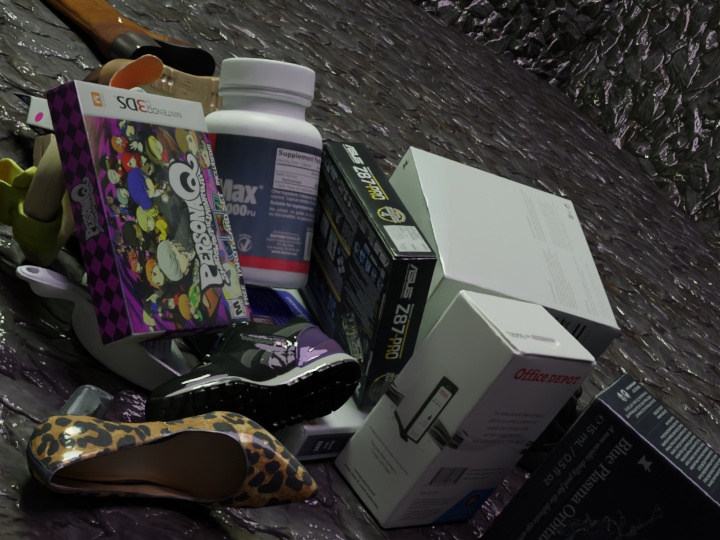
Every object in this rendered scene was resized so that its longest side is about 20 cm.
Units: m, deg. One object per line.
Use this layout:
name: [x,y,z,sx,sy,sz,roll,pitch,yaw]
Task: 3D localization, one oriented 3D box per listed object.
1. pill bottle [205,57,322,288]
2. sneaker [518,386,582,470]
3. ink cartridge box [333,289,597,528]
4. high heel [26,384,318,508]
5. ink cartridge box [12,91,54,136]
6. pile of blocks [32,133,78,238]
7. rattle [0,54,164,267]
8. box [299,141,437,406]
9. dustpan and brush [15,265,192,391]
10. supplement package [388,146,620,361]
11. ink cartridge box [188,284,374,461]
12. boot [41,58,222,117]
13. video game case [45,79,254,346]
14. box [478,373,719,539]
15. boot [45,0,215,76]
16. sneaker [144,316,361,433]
pill bottle: [-0.097,-0.090,1.238,0.117,0.204,0.120,6,0,0]
sneaker: [0.156,0.135,1.388,0.198,0.115,0.076,24,20,-28]
ink cartridge box: [0.093,0.123,1.160,0.145,0.201,0.084,10,31,-53]
high heel: [-0.127,0.143,0.909,0.197,0.072,0.143,19,13,-1]
ink cartridge box: [-0.253,-0.122,1.280,0.198,0.037,0.095,19,-16,38]
pile of blocks: [-0.231,-0.061,1.211,0.062,0.082,0.201,27,20,-54]
rattle: [-0.272,-0.116,1.123,0.141,0.202,0.130,17,-17,15]
box: [0.000,0.000,1.218,0.048,0.163,0.201,0,33,-23]
dustpan and brush: [-0.202,0.036,1.062,0.199,0.058,0.140,15,29,-48]
supplement package: [0.115,0.016,1.309,0.197,0.148,0.193,16,38,-24]
ink cartridge box: [-0.056,0.089,1.224,0.198,0.044,0.199,47,23,29]
boot: [-0.206,-0.156,1.361,0.165,0.073,0.199,-8,-24,41]
video game case: [-0.166,-0.045,1.071,0.181,0.035,0.203,-1,75,-64]
box: [0.233,0.235,1.151,0.200,0.198,0.117,41,20,15]
boot: [-0.305,-0.308,1.739,0.199,0.069,0.187,38,25,28]
sneaker: [-0.100,0.087,1.072,0.198,0.076,0.088,-8,41,-42]
